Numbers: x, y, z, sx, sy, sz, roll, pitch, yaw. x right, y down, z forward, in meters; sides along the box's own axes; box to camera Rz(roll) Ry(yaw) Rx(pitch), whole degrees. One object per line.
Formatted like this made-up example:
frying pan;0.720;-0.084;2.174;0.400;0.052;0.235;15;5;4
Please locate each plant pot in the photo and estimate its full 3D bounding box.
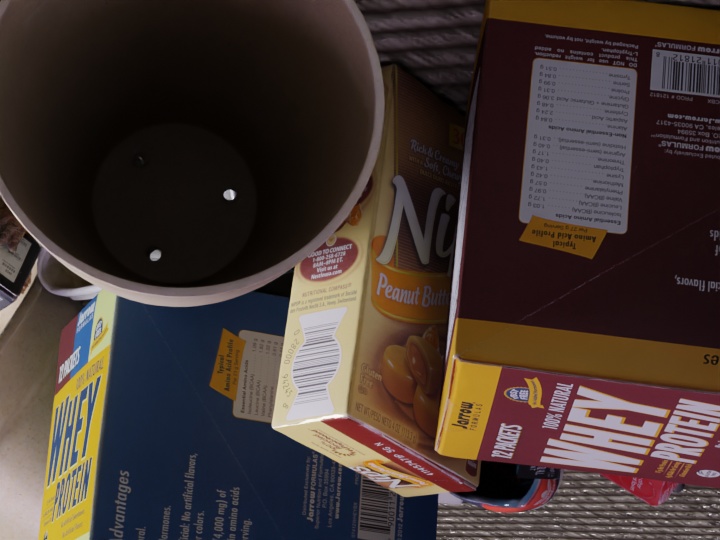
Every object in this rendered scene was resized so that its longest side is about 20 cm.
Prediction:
plant pot;-0.194;0.121;1.306;0.183;0.201;0.200;38;148;-12
plant pot;-0.091;-0.058;0.999;0.187;0.188;0.200;9;167;-4

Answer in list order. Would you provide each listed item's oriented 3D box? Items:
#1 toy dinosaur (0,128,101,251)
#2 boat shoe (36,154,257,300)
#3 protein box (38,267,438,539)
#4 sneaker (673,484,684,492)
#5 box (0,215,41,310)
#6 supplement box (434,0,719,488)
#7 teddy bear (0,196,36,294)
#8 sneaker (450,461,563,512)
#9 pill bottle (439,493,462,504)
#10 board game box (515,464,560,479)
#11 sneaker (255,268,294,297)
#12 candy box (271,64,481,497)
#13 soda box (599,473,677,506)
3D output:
toy dinosaur;-0.193;-0.084;1.067;0.135;0.086;0.200;-36;146;31
boat shoe;-0.138;-0.022;1.172;0.086;0.075;0.202;-12;177;-37
protein box;-0.071;0.124;1.144;0.200;0.199;0.135;10;160;-19
sneaker;0.277;0.096;1.286;0.200;0.082;0.077;-17;152;4
box;-0.309;-0.027;1.145;0.200;0.049;0.161;37;136;-23
supplement box;0.146;-0.011;0.980;0.197;0.200;0.133;7;156;1
teddy bear;-0.291;-0.044;1.215;0.199;0.067;0.145;9;148;12
sneaker;0.042;0.100;1.319;0.200;0.075;0.085;23;-175;6
pill bottle;-0.022;0.116;1.423;0.199;0.111;0.111;6;156;3
board game box;0.111;0.026;1.155;0.028;0.136;0.200;3;156;2
sneaker;0.000;0.000;1.198;0.200;0.079;0.075;-3;154;19
candy box;0.020;0.007;1.054;0.055;0.200;0.115;-10;151;36
soda box;0.172;0.055;1.150;0.070;0.063;0.200;32;151;20
